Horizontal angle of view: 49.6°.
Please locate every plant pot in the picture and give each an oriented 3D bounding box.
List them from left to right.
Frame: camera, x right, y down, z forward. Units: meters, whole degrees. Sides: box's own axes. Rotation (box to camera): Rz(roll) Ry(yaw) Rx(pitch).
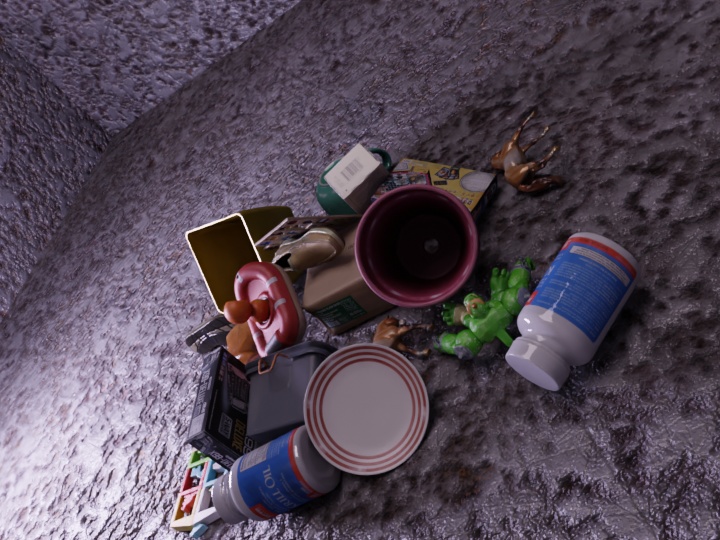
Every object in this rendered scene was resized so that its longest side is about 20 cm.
[{"bbox_3d":[-0.230,-0.040,1.727,0.200,0.201,0.176,-14,11,41],"label":"plant pot"},{"bbox_3d":[0.105,-0.040,1.315,0.200,0.200,0.179,-39,-7,10],"label":"plant pot"}]

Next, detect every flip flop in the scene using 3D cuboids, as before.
[{"bbox_3d":[-0.320,0.136,1.763,0.200,0.081,0.058,-25,21,39],"label":"flip flop"}]

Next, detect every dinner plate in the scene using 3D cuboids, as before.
[{"bbox_3d":[0.009,0.214,1.209,0.199,0.024,0.201,-2,80,13],"label":"dinner plate"}]

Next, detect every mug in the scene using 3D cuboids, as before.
[{"bbox_3d":[-0.021,-0.196,1.744,0.152,0.114,0.185,-23,38,33],"label":"mug"}]

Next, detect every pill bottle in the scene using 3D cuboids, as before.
[{"bbox_3d":[-0.140,0.337,1.256,0.200,0.112,0.112,-31,33,24],"label":"pill bottle"},{"bbox_3d":[0.284,0.057,1.059,0.200,0.112,0.112,-53,31,-15],"label":"pill bottle"}]

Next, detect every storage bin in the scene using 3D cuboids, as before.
[{"bbox_3d":[-0.117,0.221,1.355,0.200,0.145,0.135,-23,47,33],"label":"storage bin"}]

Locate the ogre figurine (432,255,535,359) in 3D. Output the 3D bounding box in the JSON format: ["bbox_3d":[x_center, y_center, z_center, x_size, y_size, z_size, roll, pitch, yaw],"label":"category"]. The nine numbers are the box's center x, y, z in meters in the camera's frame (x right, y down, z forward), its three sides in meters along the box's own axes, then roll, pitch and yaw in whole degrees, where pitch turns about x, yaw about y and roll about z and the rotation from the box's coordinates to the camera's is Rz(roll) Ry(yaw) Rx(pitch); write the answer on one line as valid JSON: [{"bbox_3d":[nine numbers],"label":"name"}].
[{"bbox_3d":[0.197,0.066,1.196,0.199,0.098,0.120,-25,15,5],"label":"ogre figurine"}]

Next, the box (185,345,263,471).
[{"bbox_3d":[-0.229,0.260,1.410,0.050,0.158,0.200,-30,33,24],"label":"box"}]

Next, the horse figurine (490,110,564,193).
[{"bbox_3d":[0.299,-0.200,1.418,0.133,0.050,0.200,-45,34,25],"label":"horse figurine"}]

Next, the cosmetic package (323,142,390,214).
[{"bbox_3d":[0.018,-0.162,1.567,0.104,0.200,0.073,-43,64,3],"label":"cosmetic package"}]

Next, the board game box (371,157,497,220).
[{"bbox_3d":[0.139,-0.147,1.465,0.199,0.035,0.136,15,48,28],"label":"board game box"}]

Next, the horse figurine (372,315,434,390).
[{"bbox_3d":[0.044,0.151,1.303,0.132,0.050,0.200,3,51,42],"label":"horse figurine"}]

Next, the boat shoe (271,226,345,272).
[{"bbox_3d":[-0.105,-0.027,1.483,0.076,0.072,0.200,-49,17,-31],"label":"boat shoe"}]

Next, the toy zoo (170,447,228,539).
[{"bbox_3d":[-0.286,0.401,1.444,0.131,0.020,0.200,-26,35,29],"label":"toy zoo"}]

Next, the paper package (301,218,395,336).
[{"bbox_3d":[0.000,0.000,1.498,0.200,0.103,0.191,-27,35,27],"label":"paper package"}]

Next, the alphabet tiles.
[{"bbox_3d":[-0.111,-0.075,1.551,0.200,0.167,0.008,-28,71,56],"label":"alphabet tiles"}]

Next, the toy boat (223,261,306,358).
[{"bbox_3d":[-0.195,0.074,1.461,0.131,0.130,0.200,-54,47,34],"label":"toy boat"}]

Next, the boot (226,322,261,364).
[{"bbox_3d":[-0.207,0.156,1.610,0.188,0.068,0.200,-45,28,23],"label":"boot"}]
